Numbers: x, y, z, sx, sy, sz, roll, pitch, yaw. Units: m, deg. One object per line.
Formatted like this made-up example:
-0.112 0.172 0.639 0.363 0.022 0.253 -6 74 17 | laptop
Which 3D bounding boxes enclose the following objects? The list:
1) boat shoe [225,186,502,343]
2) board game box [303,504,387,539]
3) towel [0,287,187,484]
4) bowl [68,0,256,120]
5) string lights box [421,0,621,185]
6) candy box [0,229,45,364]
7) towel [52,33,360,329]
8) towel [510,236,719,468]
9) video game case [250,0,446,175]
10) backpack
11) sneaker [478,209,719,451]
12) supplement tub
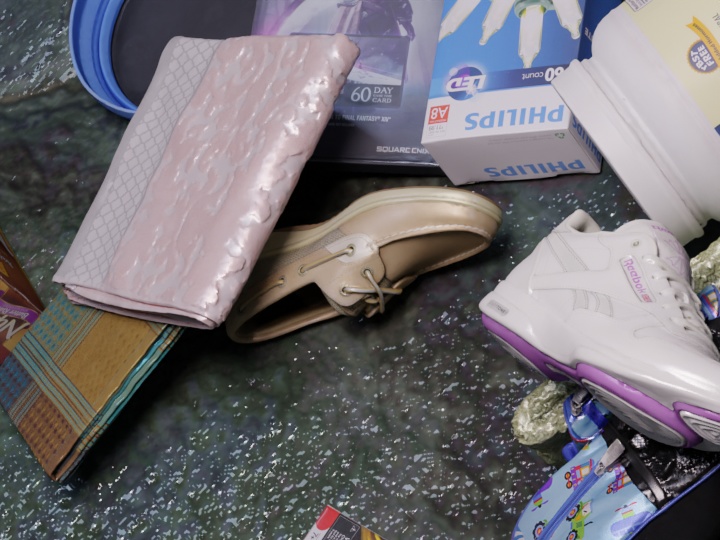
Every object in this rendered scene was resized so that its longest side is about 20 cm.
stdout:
0.000 0.000 1.730 0.199 0.072 0.065 -14 59 29 | boat shoe
-0.025 0.248 1.612 0.126 0.035 0.200 26 77 38 | board game box
-0.155 0.028 1.795 0.200 0.022 0.147 -52 33 4 | towel
-0.106 -0.183 1.921 0.200 0.039 0.202 -15 55 22 | bowl
0.108 -0.157 1.769 0.102 0.059 0.201 -5 60 26 | string lights box
-0.292 -0.039 1.888 0.056 0.117 0.200 -37 51 5 | candy box
-0.101 -0.062 1.762 0.191 0.032 0.201 7 68 53 | towel
0.173 0.039 1.564 0.200 0.148 0.037 -39 76 3 | towel
-0.001 -0.158 1.826 0.142 0.019 0.201 3 68 13 | video game case
0.166 0.133 1.484 0.200 0.182 0.135 -42 53 8 | backpack
0.140 0.023 1.398 0.100 0.075 0.200 -51 38 -6 | sneaker
0.226 -0.120 1.615 0.200 0.145 0.145 -37 50 5 | supplement tub
